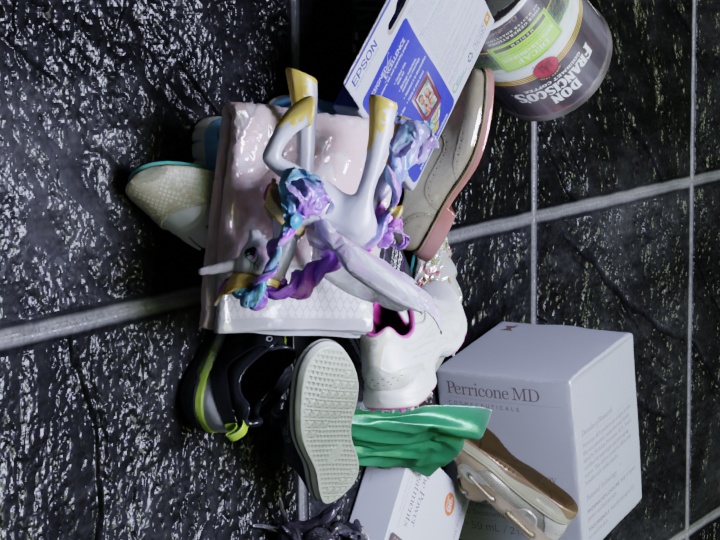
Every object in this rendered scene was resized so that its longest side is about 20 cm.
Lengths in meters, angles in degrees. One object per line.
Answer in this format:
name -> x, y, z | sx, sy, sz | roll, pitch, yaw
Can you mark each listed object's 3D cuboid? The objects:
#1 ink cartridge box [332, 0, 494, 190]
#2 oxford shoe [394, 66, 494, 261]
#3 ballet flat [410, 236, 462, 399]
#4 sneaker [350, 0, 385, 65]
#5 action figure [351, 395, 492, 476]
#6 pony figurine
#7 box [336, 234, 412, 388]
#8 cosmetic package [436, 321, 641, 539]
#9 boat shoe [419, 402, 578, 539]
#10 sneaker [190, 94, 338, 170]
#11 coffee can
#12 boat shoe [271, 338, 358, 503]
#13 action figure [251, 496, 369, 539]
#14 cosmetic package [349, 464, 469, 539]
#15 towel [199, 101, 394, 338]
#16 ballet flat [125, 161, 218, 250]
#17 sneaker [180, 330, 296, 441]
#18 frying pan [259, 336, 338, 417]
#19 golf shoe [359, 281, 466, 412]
ink cartridge box -> 0.044, -0.206, 1.687 | 0.199, 0.047, 0.200 | -63, 149, -16
oxford shoe -> 0.074, -0.111, 1.808 | 0.071, 0.073, 0.202 | -129, -120, -75
ballet flat -> 0.069, 0.045, 1.870 | 0.076, 0.063, 0.202 | 73, 31, -72
sneaker -> 0.024, -0.213, 1.757 | 0.086, 0.080, 0.201 | -50, 133, -42
action figure -> 0.013, 0.150, 1.756 | 0.199, 0.118, 0.055 | 8, 44, -33
pony figurine -> -0.014, -0.039, 1.477 | 0.192, 0.166, 0.202 | 21, 85, -12
box -> 0.000, 0.000, 1.740 | 0.201, 0.036, 0.144 | 65, 28, -49
cosmetic package -> 0.197, 0.179, 2.004 | 0.166, 0.166, 0.202 | -29, 118, -53
boat shoe -> 0.129, 0.213, 1.907 | 0.065, 0.199, 0.072 | -57, 170, 16
sneaker -> -0.061, -0.107, 1.617 | 0.200, 0.089, 0.079 | -26, 115, -55
coffee can -> 0.158, -0.264, 1.907 | 0.200, 0.145, 0.148 | 37, 62, -53
boat shoe -> -0.042, 0.129, 1.632 | 0.074, 0.062, 0.201 | -34, 145, -23
action figure -> -0.023, 0.293, 1.720 | 0.119, 0.102, 0.200 | -45, 94, -11
cosmetic package -> 0.038, 0.291, 1.868 | 0.151, 0.051, 0.202 | 49, 52, -52
towel -> -0.048, -0.039, 1.552 | 0.199, 0.032, 0.193 | 3, 96, -48
ballet flat -> -0.117, -0.044, 1.541 | 0.199, 0.067, 0.063 | 14, 51, -55
sneaker -> -0.084, 0.062, 1.607 | 0.072, 0.082, 0.201 | 53, 50, -48
frying pan -> -0.052, 0.089, 1.707 | 0.191, 0.031, 0.115 | -65, 144, -32
golf shoe -> 0.049, 0.050, 1.716 | 0.200, 0.075, 0.092 | -60, 140, -58
